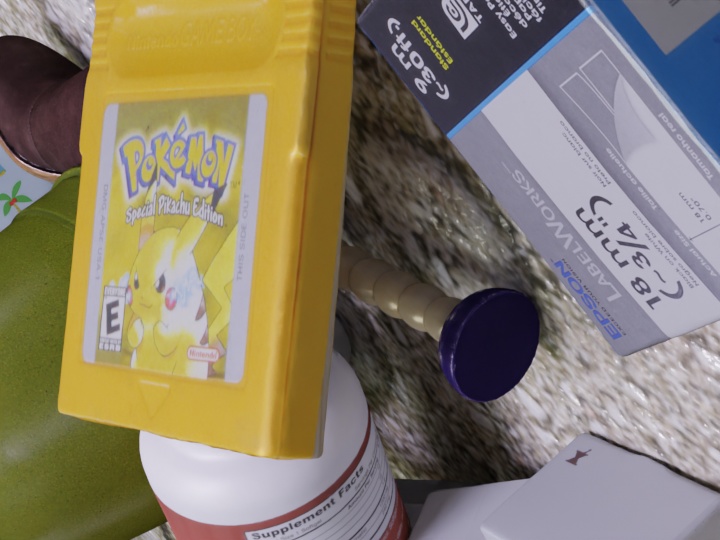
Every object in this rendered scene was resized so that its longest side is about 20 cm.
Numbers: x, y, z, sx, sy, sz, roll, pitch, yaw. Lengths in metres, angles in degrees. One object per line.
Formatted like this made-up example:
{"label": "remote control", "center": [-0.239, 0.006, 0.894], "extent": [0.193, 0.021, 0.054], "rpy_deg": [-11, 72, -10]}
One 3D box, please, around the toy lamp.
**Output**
{"label": "toy lamp", "center": [0.000, 0.000, 0.883], "extent": [0.200, 0.058, 0.058], "rpy_deg": [28, 151, 45]}

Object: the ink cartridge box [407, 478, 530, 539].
{"label": "ink cartridge box", "center": [0.085, 0.222, 0.941], "extent": [0.083, 0.147, 0.200], "rpy_deg": [-9, 123, 32]}

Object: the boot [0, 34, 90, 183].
{"label": "boot", "center": [-0.136, -0.096, 1.038], "extent": [0.200, 0.072, 0.167], "rpy_deg": [47, 150, 16]}

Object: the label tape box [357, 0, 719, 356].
{"label": "label tape box", "center": [0.072, -0.049, 0.599], "extent": [0.144, 0.063, 0.200], "rpy_deg": [51, 162, 0]}

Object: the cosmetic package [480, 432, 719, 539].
{"label": "cosmetic package", "center": [0.144, 0.179, 0.858], "extent": [0.101, 0.071, 0.200], "rpy_deg": [21, 145, 57]}

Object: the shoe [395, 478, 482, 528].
{"label": "shoe", "center": [-0.007, 0.165, 1.077], "extent": [0.200, 0.071, 0.091], "rpy_deg": [0, 98, 41]}

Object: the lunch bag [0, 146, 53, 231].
{"label": "lunch bag", "center": [-0.264, -0.015, 1.294], "extent": [0.127, 0.170, 0.200], "rpy_deg": [25, 147, 54]}

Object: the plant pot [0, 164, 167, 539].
{"label": "plant pot", "center": [-0.176, 0.079, 1.006], "extent": [0.200, 0.193, 0.201], "rpy_deg": [36, 146, 29]}

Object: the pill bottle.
{"label": "pill bottle", "center": [-0.042, 0.102, 0.929], "extent": [0.112, 0.112, 0.200], "rpy_deg": [33, 152, 43]}

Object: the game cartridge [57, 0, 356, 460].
{"label": "game cartridge", "center": [-0.069, -0.030, 0.797], "extent": [0.176, 0.032, 0.201], "rpy_deg": [3, 90, 53]}

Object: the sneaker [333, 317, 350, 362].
{"label": "sneaker", "center": [-0.054, 0.078, 1.116], "extent": [0.074, 0.082, 0.200], "rpy_deg": [43, 161, 23]}
